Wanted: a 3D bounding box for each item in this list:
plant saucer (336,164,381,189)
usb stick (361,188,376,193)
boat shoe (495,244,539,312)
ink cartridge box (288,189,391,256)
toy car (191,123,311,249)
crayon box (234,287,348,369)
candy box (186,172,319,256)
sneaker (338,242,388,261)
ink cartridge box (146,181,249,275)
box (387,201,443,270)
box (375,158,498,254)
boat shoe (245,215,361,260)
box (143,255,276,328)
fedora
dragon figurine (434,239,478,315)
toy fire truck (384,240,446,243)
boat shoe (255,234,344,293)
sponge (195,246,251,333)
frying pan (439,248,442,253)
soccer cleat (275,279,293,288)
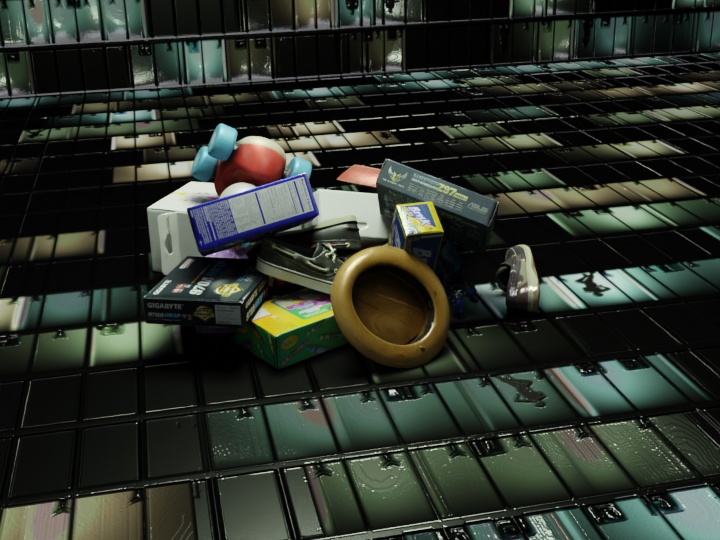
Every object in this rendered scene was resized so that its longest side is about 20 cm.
[{"bbox_3d":[0.084,-0.157,1.835,0.198,0.037,0.200,13,5,23],"label":"plant saucer"},{"bbox_3d":[0.067,-0.082,1.825,0.200,0.056,0.033,41,0,32],"label":"usb stick"},{"bbox_3d":[0.266,0.009,1.718,0.064,0.073,0.200,3,27,-2],"label":"boat shoe"},{"bbox_3d":[-0.050,-0.080,1.798,0.145,0.085,0.200,2,-12,-27],"label":"ink cartridge box"},{"bbox_3d":[-0.211,-0.123,1.776,0.183,0.202,0.177,22,-29,-21],"label":"toy car"},{"bbox_3d":[-0.085,0.081,1.572,0.199,0.059,0.118,-18,27,-35],"label":"crayon box"},{"bbox_3d":[-0.175,-0.089,1.612,0.198,0.078,0.169,-17,0,-8],"label":"candy box"},{"bbox_3d":[0.000,0.000,1.759,0.198,0.074,0.080,-16,5,-9],"label":"sneaker"},{"bbox_3d":[-0.311,-0.076,1.890,0.124,0.130,0.200,5,24,18],"label":"ink cartridge box"},{"bbox_3d":[0.080,-0.018,1.612,0.064,0.201,0.070,-7,52,-13],"label":"box"},{"bbox_3d":[0.126,-0.103,1.648,0.199,0.051,0.158,21,-13,10],"label":"box"},{"bbox_3d":[-0.095,-0.037,1.648,0.200,0.064,0.074,-14,-9,12],"label":"boat shoe"},{"bbox_3d":[-0.232,0.032,1.568,0.157,0.046,0.200,3,20,10],"label":"box"},{"bbox_3d":[0.038,0.062,1.523,0.199,0.202,0.082,-13,-12,-27],"label":"fedora"},{"bbox_3d":[0.132,-0.013,1.685,0.058,0.201,0.099,-16,-13,-30],"label":"dragon figurine"},{"bbox_3d":[0.087,-0.084,1.942,0.199,0.113,0.168,12,1,29],"label":"toy fire truck"},{"bbox_3d":[-0.065,-0.008,1.584,0.198,0.064,0.071,14,19,-11],"label":"boat shoe"},{"bbox_3d":[-0.213,0.029,1.678,0.110,0.030,0.201,-3,39,0],"label":"sponge"},{"bbox_3d":[0.103,0.013,1.767,0.114,0.031,0.190,7,34,36],"label":"frying pan"},{"bbox_3d":[-0.144,0.007,1.774,0.198,0.069,0.074,1,41,3],"label":"soccer cleat"}]
